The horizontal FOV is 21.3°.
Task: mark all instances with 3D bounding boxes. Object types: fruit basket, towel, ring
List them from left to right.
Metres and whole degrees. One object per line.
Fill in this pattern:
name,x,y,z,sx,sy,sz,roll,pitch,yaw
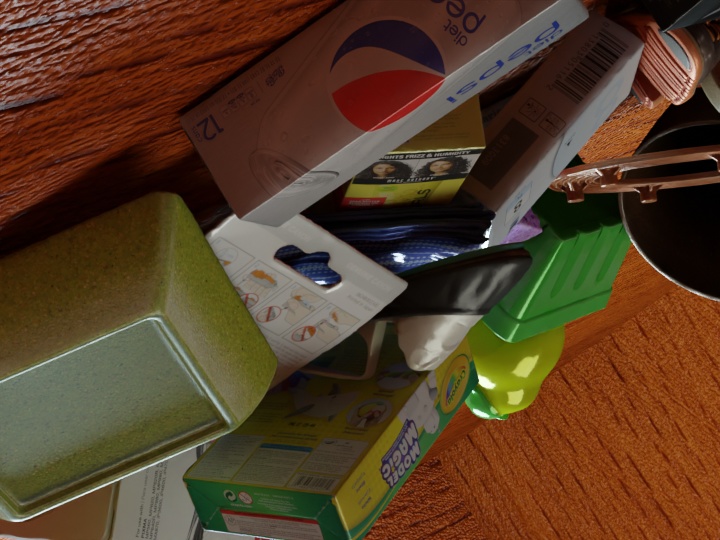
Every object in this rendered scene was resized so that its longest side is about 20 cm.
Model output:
towel,0.000,0.000,1.226,0.145,0.024,0.200,-3,164,-8
fruit basket,0.121,0.013,1.581,0.216,0.156,0.216,-39,162,-15
ring,0.235,-0.068,1.391,0.200,0.019,0.200,-5,175,0

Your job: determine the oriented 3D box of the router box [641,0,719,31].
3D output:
router box,0.275,-0.223,1.187,0.157,0.052,0.200,-40,167,37

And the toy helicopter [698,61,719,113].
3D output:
toy helicopter,0.333,-0.160,1.445,0.200,0.132,0.079,-25,168,-35

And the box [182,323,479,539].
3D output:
box,-0.010,0.091,1.203,0.117,0.048,0.200,3,-144,33

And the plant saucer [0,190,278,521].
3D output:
plant saucer,-0.153,0.063,1.024,0.200,0.048,0.200,-24,147,1

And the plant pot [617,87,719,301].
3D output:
plant pot,0.328,-0.106,1.573,0.187,0.187,0.200,-42,-166,46

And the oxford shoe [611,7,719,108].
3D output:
oxford shoe,0.214,-0.158,1.286,0.073,0.071,0.200,-37,-177,1

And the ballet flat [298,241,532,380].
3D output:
ballet flat,0.017,0.031,1.178,0.200,0.069,0.068,-10,176,27

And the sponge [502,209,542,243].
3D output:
sponge,0.030,-0.005,1.450,0.200,0.030,0.112,-26,165,21

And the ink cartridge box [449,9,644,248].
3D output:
ink cartridge box,0.116,-0.062,1.288,0.160,0.047,0.200,-49,164,-18

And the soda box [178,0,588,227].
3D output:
soda box,0.012,-0.102,0.957,0.200,0.064,0.068,-33,170,10

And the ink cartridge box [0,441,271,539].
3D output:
ink cartridge box,-0.159,0.154,1.313,0.144,0.084,0.200,1,169,33

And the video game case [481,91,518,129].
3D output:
video game case,0.058,-0.075,1.368,0.200,0.018,0.143,-28,170,-21

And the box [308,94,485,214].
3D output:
box,0.017,-0.060,1.156,0.075,0.050,0.200,-4,165,-12

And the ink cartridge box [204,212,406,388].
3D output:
ink cartridge box,-0.096,0.024,1.107,0.200,0.047,0.160,-36,145,16
